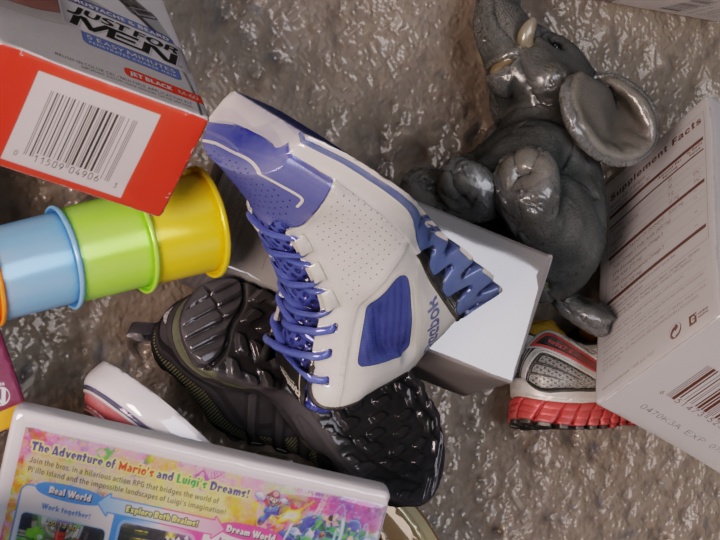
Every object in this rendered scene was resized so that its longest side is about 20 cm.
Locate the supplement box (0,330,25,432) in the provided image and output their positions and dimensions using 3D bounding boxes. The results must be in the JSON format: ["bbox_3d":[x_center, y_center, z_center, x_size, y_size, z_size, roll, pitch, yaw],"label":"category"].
[{"bbox_3d":[-0.261,0.002,0.778,0.110,0.085,0.202,-22,99,-28],"label":"supplement box"}]

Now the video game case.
[{"bbox_3d":[-0.101,0.178,0.791,0.198,0.024,0.184,14,98,-8],"label":"video game case"}]

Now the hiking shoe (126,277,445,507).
[{"bbox_3d":[-0.037,0.072,0.881,0.200,0.100,0.076,39,65,-24],"label":"hiking shoe"}]

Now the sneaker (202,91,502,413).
[{"bbox_3d":[-0.014,0.008,0.761,0.116,0.080,0.199,-54,136,-2],"label":"sneaker"}]

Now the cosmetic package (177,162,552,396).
[{"bbox_3d":[0.000,0.000,0.889,0.198,0.107,0.091,20,78,-11],"label":"cosmetic package"}]

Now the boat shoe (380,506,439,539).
[{"bbox_3d":[0.022,0.207,0.947,0.064,0.071,0.201,-35,107,-27],"label":"boat shoe"}]

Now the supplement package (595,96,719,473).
[{"bbox_3d":[0.235,0.009,0.997,0.116,0.117,0.201,29,44,-18],"label":"supplement package"}]

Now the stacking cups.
[{"bbox_3d":[-0.166,-0.007,0.752,0.198,0.060,0.061,-13,95,-26],"label":"stacking cups"}]

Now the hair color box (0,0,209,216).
[{"bbox_3d":[-0.155,-0.118,0.781,0.110,0.200,0.064,18,115,-29],"label":"hair color box"}]

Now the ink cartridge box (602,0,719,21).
[{"bbox_3d":[0.221,-0.264,1.031,0.198,0.147,0.146,3,87,-31],"label":"ink cartridge box"}]

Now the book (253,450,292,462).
[{"bbox_3d":[-0.113,0.208,0.884,0.199,0.048,0.135,-22,101,-27],"label":"book"}]

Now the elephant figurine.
[{"bbox_3d":[0.121,-0.092,0.985,0.201,0.140,0.156,-61,152,-30],"label":"elephant figurine"}]

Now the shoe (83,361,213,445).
[{"bbox_3d":[-0.099,0.148,0.828,0.091,0.071,0.200,-47,111,-16],"label":"shoe"}]

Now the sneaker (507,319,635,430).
[{"bbox_3d":[0.191,0.066,1.047,0.198,0.078,0.083,1,84,-32],"label":"sneaker"}]
